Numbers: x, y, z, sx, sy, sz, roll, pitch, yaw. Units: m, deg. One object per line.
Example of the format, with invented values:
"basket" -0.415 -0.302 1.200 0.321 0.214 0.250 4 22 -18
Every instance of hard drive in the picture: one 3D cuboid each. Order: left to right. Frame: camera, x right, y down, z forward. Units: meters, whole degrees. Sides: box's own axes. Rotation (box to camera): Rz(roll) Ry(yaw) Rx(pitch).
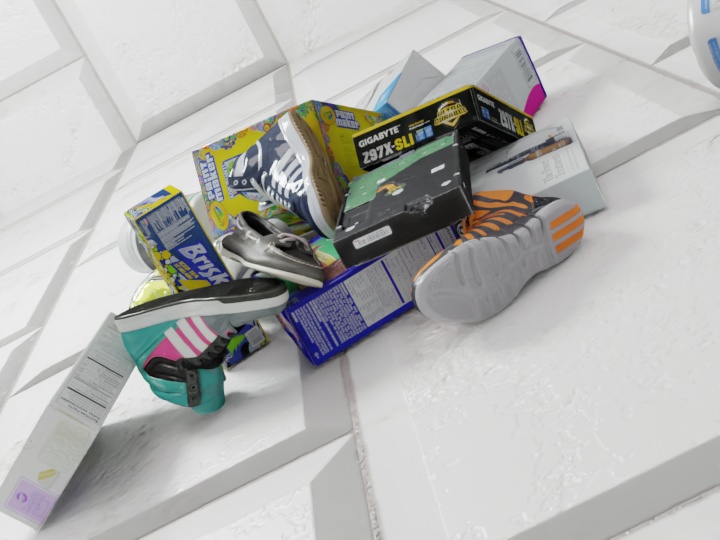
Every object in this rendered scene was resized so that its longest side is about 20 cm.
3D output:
"hard drive" 0.047 -0.076 1.100 0.139 0.038 0.200 -24 20 12

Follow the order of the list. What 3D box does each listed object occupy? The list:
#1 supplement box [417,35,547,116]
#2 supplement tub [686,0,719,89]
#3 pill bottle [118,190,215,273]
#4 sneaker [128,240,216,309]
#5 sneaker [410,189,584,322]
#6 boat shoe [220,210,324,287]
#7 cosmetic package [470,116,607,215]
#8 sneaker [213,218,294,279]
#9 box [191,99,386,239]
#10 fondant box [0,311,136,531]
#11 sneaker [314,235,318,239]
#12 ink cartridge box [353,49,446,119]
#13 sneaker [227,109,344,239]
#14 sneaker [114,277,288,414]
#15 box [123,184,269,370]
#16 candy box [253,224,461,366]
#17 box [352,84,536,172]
"supplement box" 0.166 -0.227 1.460 0.103 0.102 0.200 -15 23 35
"supplement tub" 0.463 -0.276 1.129 0.199 0.132 0.132 -9 27 41
"pill bottle" -0.270 -0.052 1.601 0.199 0.113 0.113 -9 27 46
"sneaker" -0.221 0.017 1.417 0.200 0.076 0.076 -39 21 -24
"sneaker" 0.111 -0.017 1.027 0.199 0.078 0.112 -25 25 -27
"boat shoe" -0.091 -0.026 1.099 0.200 0.067 0.057 17 91 60
"cosmetic package" 0.181 -0.093 1.179 0.150 0.052 0.200 -26 19 14
"sneaker" -0.142 -0.014 1.269 0.076 0.081 0.200 -30 -10 -36
"box" -0.075 -0.125 1.392 0.192 0.123 0.200 -19 -6 26
"fondant box" -0.296 0.151 1.110 0.145 0.058 0.200 -55 8 22
"sneaker" -0.022 -0.045 1.264 0.199 0.096 0.079 -31 19 -7
"ink cartridge box" 0.029 -0.215 1.544 0.200 0.067 0.116 -35 24 52
"sneaker" -0.084 -0.086 1.209 0.108 0.070 0.201 -35 46 14
"sneaker" -0.149 0.082 1.083 0.199 0.121 0.084 -12 12 26
"box" -0.182 0.008 1.190 0.064 0.201 0.070 -32 20 -13
"candy box" 0.000 0.000 1.148 0.199 0.077 0.169 -31 19 -9
"box" 0.108 -0.154 1.281 0.159 0.050 0.200 -18 -13 28
